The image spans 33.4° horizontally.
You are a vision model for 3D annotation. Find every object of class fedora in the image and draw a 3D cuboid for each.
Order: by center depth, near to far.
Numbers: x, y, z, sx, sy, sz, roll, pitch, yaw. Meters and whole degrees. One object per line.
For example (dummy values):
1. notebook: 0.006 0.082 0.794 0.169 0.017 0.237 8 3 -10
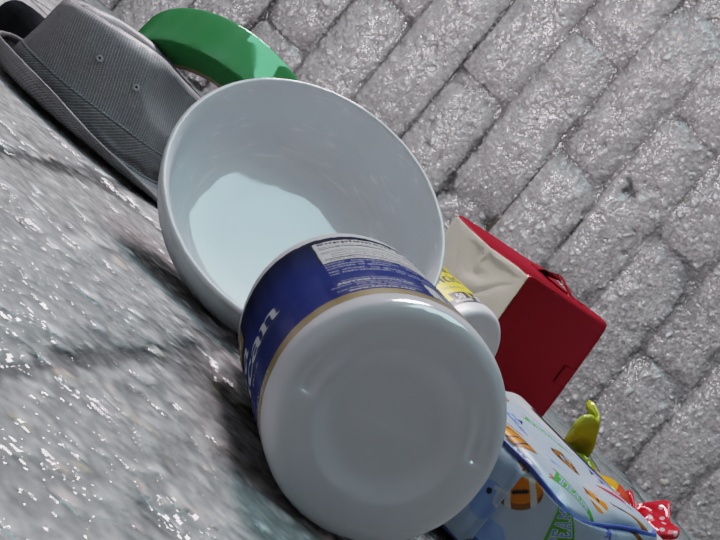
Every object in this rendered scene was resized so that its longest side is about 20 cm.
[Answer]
1. fedora: -0.197 -0.148 0.981 0.200 0.090 0.177 41 4 -10

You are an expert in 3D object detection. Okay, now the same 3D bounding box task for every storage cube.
1. storage cube: 0.172 0.070 1.547 0.179 0.201 0.171 29 11 -41

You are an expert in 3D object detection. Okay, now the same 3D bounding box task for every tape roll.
1. tape roll: -0.131 -0.140 1.089 0.198 0.048 0.202 23 -34 17

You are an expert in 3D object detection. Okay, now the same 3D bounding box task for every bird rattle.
1. bird rattle: 0.258 0.256 1.299 0.201 0.112 0.163 54 16 2

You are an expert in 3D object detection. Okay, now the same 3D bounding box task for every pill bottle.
1. pill bottle: -0.005 0.044 0.606 0.111 0.111 0.200 40 4 -16
2. pill bottle: 0.050 0.036 1.285 0.200 0.112 0.111 44 5 42

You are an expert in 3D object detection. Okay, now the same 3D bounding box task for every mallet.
1. mallet: -0.272 -0.186 1.137 0.066 0.041 0.200 41 -2 26

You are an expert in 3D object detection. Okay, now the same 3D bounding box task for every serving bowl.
1. serving bowl: -0.045 -0.027 0.796 0.200 0.200 0.066 41 -40 1

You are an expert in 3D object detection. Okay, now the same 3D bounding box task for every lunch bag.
1. lunch bag: 0.091 0.130 0.768 0.160 0.076 0.200 25 15 -51

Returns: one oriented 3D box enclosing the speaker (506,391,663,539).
1. speaker: 0.143 0.174 0.889 0.081 0.081 0.200 38 5 -35
